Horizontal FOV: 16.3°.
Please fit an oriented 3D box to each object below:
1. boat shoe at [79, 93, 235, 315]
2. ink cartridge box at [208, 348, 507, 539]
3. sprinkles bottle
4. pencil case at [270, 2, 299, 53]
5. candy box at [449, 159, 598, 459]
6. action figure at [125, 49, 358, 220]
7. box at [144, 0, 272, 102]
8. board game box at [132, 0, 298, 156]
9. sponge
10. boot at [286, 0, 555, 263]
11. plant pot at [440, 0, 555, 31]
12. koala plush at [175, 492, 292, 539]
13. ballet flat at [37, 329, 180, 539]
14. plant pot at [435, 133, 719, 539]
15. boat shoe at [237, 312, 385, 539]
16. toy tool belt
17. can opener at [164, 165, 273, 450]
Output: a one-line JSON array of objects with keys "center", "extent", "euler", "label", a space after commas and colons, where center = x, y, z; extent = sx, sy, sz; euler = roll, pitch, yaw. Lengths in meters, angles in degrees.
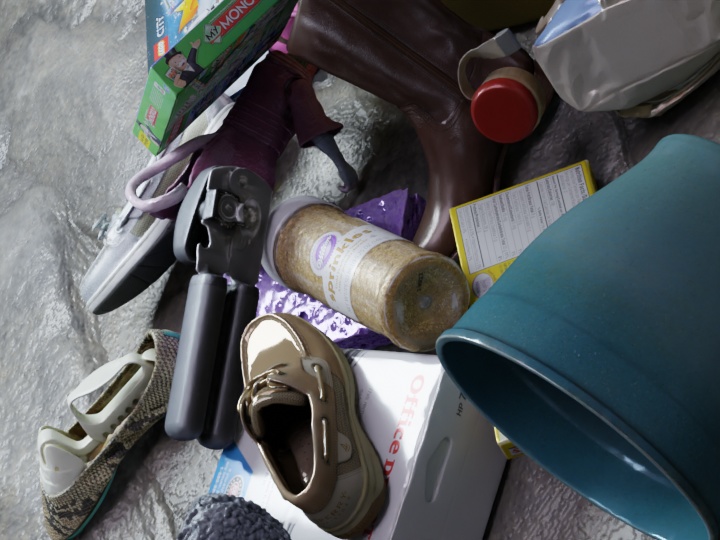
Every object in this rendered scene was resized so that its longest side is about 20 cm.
[{"center": [-0.160, -0.056, 1.978], "extent": [0.065, 0.074, 0.202], "euler": [37, 99, 15], "label": "boat shoe"}, {"center": [-0.003, 0.133, 1.692], "extent": [0.199, 0.086, 0.147], "euler": [3, 69, 48], "label": "ink cartridge box"}, {"center": [0.000, 0.000, 1.719], "extent": [0.069, 0.068, 0.200], "euler": [-62, 30, -2], "label": "sprinkles bottle"}, {"center": [-0.032, -0.261, 1.971], "extent": [0.093, 0.091, 0.201], "euler": [-8, 59, 39], "label": "pencil case"}, {"center": [0.123, 0.023, 1.644], "extent": [0.102, 0.026, 0.201], "euler": [-17, 50, 10], "label": "candy box"}, {"center": [-0.085, -0.106, 1.883], "extent": [0.134, 0.149, 0.201], "euler": [23, 82, 53], "label": "action figure"}, {"center": [-0.116, -0.199, 2.065], "extent": [0.136, 0.038, 0.201], "euler": [-32, 46, 31], "label": "box"}, {"center": [-0.100, -0.155, 1.794], "extent": [0.135, 0.029, 0.200], "euler": [-44, 0, -13], "label": "board game box"}, {"center": [-0.035, 0.019, 1.846], "extent": [0.199, 0.030, 0.112], "euler": [-20, 53, 40], "label": "sponge"}, {"center": [0.015, -0.112, 1.728], "extent": [0.187, 0.199, 0.064], "euler": [-62, 24, -8], "label": "boot"}, {"center": [0.058, -0.280, 1.813], "extent": [0.176, 0.199, 0.201], "euler": [-32, 45, 47], "label": "plant pot"}, {"center": [-0.048, 0.257, 1.603], "extent": [0.184, 0.199, 0.178], "euler": [122, 172, -83], "label": "koala plush"}, {"center": [-0.202, 0.119, 1.932], "extent": [0.200, 0.075, 0.068], "euler": [-49, 40, 14], "label": "ballet flat"}, {"center": [0.177, 0.030, 1.483], "extent": [0.188, 0.200, 0.200], "euler": [-52, 37, -13], "label": "plant pot"}, {"center": [-0.043, 0.088, 1.645], "extent": [0.071, 0.064, 0.200], "euler": [-48, 39, 15], "label": "boat shoe"}, {"center": [0.170, -0.163, 1.683], "extent": [0.199, 0.125, 0.123], "euler": [-30, 16, 29], "label": "toy tool belt"}, {"center": [-0.105, 0.024, 1.759], "extent": [0.067, 0.053, 0.201], "euler": [-8, 69, 54], "label": "can opener"}]
